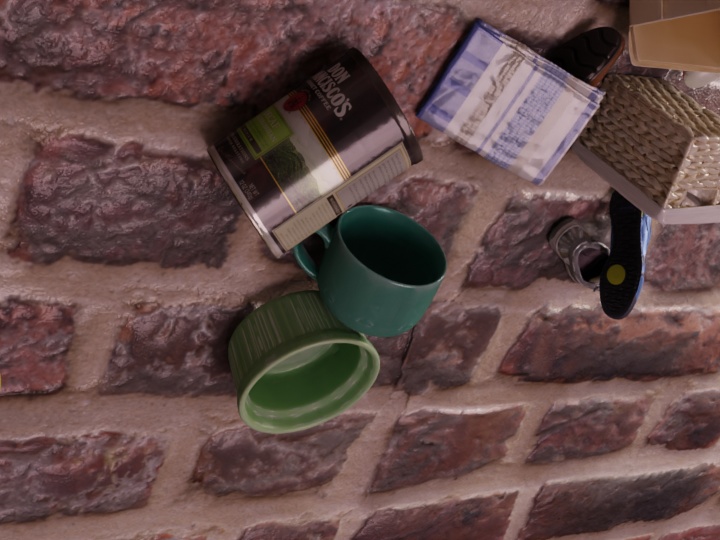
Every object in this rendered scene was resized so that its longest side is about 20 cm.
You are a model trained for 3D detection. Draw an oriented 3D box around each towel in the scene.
[{"bbox_3d":[0.185,-0.204,1.349,0.198,0.024,0.148,26,115,-18],"label":"towel"}]

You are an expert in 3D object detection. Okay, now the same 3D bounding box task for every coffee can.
[{"bbox_3d":[-0.050,-0.129,1.216,0.199,0.147,0.147,-34,140,-1],"label":"coffee can"}]

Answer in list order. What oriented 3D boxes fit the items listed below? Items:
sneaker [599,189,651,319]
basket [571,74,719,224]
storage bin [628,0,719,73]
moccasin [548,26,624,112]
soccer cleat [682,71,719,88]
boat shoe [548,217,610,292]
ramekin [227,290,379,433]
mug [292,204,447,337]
[{"bbox_3d":[0.405,-0.025,1.639,0.078,0.065,0.204,15,80,-55],"label":"sneaker"},{"bbox_3d":[0.403,-0.166,1.464,0.134,0.200,0.125,-3,126,-33],"label":"basket"},{"bbox_3d":[0.465,-0.303,1.343,0.196,0.199,0.096,-3,95,-31],"label":"storage bin"},{"bbox_3d":[0.263,-0.225,1.404,0.202,0.074,0.077,-54,149,16],"label":"moccasin"},{"bbox_3d":[0.530,-0.317,1.490,0.200,0.087,0.070,-45,139,11],"label":"soccer cleat"},{"bbox_3d":[0.355,-0.010,1.682,0.074,0.065,0.202,-41,140,7],"label":"boat shoe"},{"bbox_3d":[-0.082,0.118,1.455,0.197,0.098,0.201,-18,145,-13],"label":"ramekin"},{"bbox_3d":[0.009,0.000,1.401,0.151,0.185,0.115,-27,151,-48],"label":"mug"}]
